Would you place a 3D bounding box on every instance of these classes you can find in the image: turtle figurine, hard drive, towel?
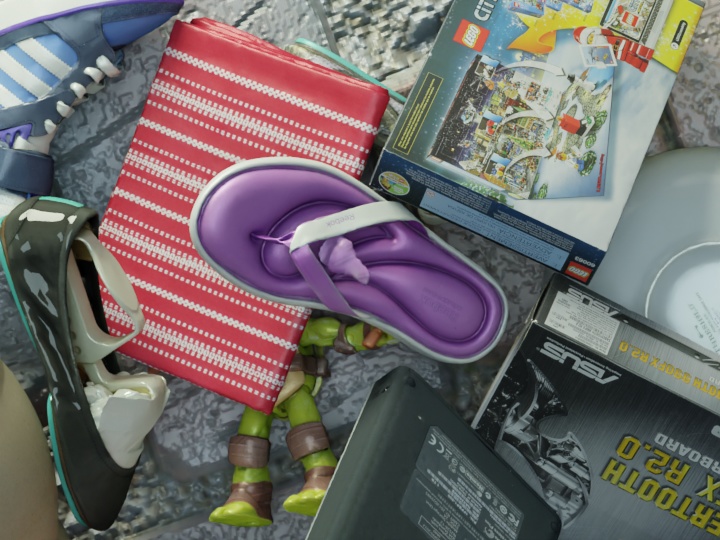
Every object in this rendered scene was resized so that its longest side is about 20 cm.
[{"bbox_3d":[-0.059,0.066,1.589,0.199,0.064,0.162,-6,73,12],"label":"turtle figurine"},{"bbox_3d":[0.037,0.160,1.474,0.033,0.200,0.140,-35,107,33],"label":"hard drive"},{"bbox_3d":[-0.076,-0.035,1.563,0.144,0.022,0.201,21,92,22],"label":"towel"}]

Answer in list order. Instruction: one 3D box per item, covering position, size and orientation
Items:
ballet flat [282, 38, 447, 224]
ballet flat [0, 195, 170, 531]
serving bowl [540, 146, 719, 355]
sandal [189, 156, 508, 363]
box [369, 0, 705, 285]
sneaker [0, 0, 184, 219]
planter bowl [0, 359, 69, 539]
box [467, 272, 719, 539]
[{"bbox_3d":[0.034,-0.066,1.588,0.199,0.072,0.072,25,89,8],"label":"ballet flat"},{"bbox_3d":[-0.152,0.054,1.540,0.068,0.068,0.201,-9,108,20],"label":"ballet flat"},{"bbox_3d":[0.205,0.026,1.586,0.199,0.066,0.201,0,89,0],"label":"serving bowl"},{"bbox_3d":[0.002,-0.007,1.512,0.202,0.050,0.083,21,88,-24],"label":"sandal"},{"bbox_3d":[0.104,-0.102,1.552,0.136,0.038,0.201,24,55,2],"label":"box"},{"bbox_3d":[-0.183,-0.085,1.587,0.199,0.081,0.147,-15,90,1],"label":"sneaker"},{"bbox_3d":[-0.249,0.145,1.542,0.200,0.200,0.135,-40,116,0],"label":"planter bowl"},{"bbox_3d":[0.164,0.108,1.547,0.199,0.048,0.159,27,133,1],"label":"box"}]
